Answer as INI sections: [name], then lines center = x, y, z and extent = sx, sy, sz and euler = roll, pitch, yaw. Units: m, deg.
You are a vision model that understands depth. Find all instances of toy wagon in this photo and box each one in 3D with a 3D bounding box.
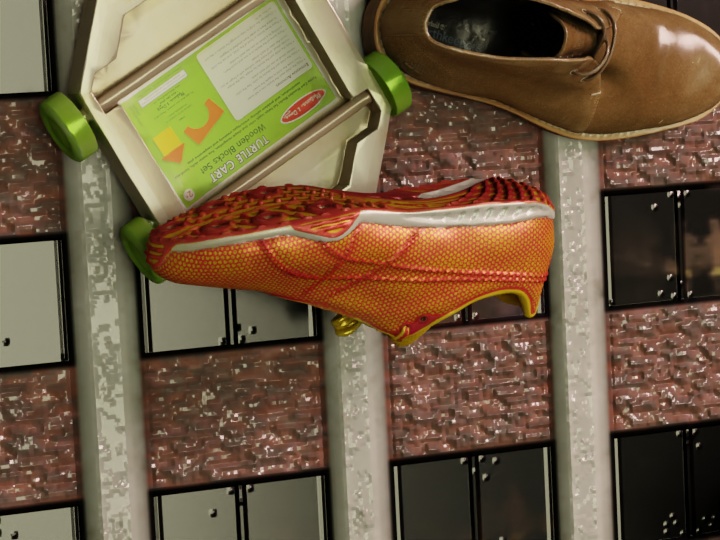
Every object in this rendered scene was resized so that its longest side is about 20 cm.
[toy wagon]
center = -0.050, -0.058, 1.053
extent = 0.155, 0.040, 0.200
euler = -36, 107, -16

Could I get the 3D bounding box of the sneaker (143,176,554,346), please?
[sneaker]
center = 0.000, 0.000, 1.021
extent = 0.199, 0.073, 0.077
euler = 0, 105, -20

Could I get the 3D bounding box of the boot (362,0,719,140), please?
[boot]
center = 0.106, -0.103, 1.096
extent = 0.199, 0.075, 0.074
euler = 5, 90, -24
